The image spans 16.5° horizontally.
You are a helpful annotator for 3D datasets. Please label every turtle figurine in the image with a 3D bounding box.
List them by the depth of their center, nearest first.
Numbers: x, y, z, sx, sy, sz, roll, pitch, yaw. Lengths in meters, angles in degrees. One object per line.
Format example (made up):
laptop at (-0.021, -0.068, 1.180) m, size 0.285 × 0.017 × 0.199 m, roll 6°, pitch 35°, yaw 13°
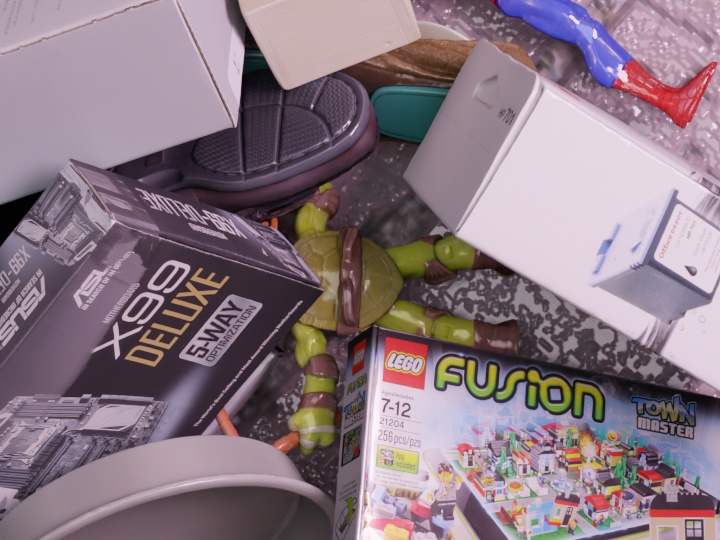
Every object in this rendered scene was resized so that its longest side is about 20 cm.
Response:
turtle figurine at (0.000, 0.000, 1.277) m, size 0.160 × 0.065 × 0.201 m, roll 2°, pitch 62°, yaw -4°

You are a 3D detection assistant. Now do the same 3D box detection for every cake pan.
cake pan at (-0.106, 0.145, 1.242) m, size 0.199 × 0.200 × 0.037 m, roll -27°, pitch 59°, yaw 6°

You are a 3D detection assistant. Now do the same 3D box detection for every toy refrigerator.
toy refrigerator at (-0.033, -0.192, 1.252) m, size 0.075 × 0.070 × 0.201 m, roll -21°, pitch 54°, yaw 6°

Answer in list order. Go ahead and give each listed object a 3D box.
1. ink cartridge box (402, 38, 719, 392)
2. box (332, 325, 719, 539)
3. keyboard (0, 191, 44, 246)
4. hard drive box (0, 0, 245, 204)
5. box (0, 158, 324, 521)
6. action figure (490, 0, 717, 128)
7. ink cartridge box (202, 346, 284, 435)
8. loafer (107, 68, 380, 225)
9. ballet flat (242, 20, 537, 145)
ink cartridge box at (0.133, -0.019, 1.197) m, size 0.199 × 0.146 × 0.086 m, roll 28°, pitch 98°, yaw -14°
box at (0.086, 0.101, 1.228) m, size 0.199 × 0.035 × 0.111 m, roll 12°, pitch 70°, yaw -20°
keyboard at (-0.167, -0.060, 1.270) m, size 0.103 × 0.040 × 0.201 m, roll 4°, pitch 53°, yaw 26°
hard drive box at (-0.160, -0.107, 1.200) m, size 0.199 × 0.156 × 0.077 m, roll -18°, pitch 121°, yaw 12°
box at (-0.135, 0.050, 1.203) m, size 0.200 × 0.157 × 0.050 m, roll -49°, pitch 55°, yaw 16°
action figure at (0.099, -0.161, 1.278) m, size 0.199 × 0.065 × 0.100 m, roll 26°, pitch 100°, yaw 7°
ink cartridge box at (-0.139, 0.088, 1.318) m, size 0.095 × 0.037 × 0.200 m, roll 41°, pitch 91°, yaw 6°
loafer at (-0.074, -0.049, 1.261) m, size 0.199 × 0.063 × 0.072 m, roll -14°, pitch 52°, yaw 24°
ballet flat at (-0.001, -0.104, 1.290) m, size 0.198 × 0.073 × 0.068 m, roll 4°, pitch 134°, yaw 4°
